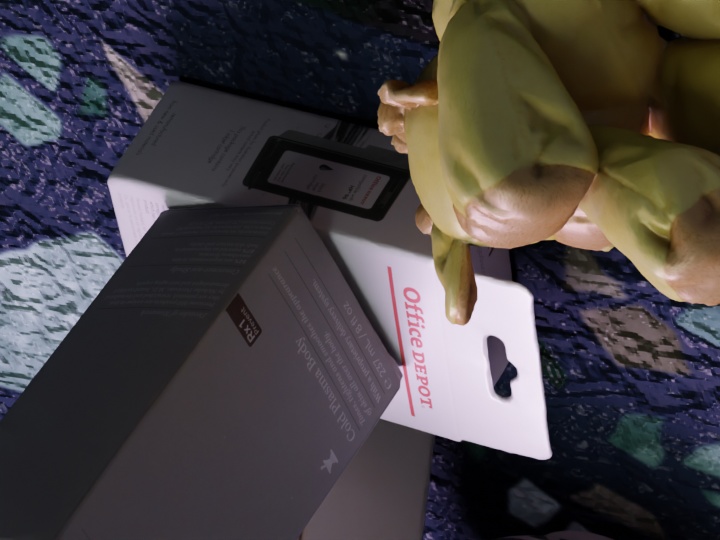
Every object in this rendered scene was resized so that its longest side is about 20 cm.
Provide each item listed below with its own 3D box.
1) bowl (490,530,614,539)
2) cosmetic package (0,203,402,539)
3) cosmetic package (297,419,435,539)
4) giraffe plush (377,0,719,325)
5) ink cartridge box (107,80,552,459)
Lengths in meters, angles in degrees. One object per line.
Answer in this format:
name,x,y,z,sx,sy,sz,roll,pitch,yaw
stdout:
bowl,0.101,0.187,1.426,0.200,0.094,0.201,21,143,16
cosmetic package,-0.079,0.076,1.218,0.090,0.200,0.107,-2,132,38
cosmetic package,-0.025,0.144,1.368,0.073,0.201,0.103,19,148,-21
giraffe plush,0.071,-0.057,1.120,0.199,0.173,0.162,33,154,8
ink cartridge box,0.000,0.000,1.300,0.199,0.068,0.116,15,141,22
